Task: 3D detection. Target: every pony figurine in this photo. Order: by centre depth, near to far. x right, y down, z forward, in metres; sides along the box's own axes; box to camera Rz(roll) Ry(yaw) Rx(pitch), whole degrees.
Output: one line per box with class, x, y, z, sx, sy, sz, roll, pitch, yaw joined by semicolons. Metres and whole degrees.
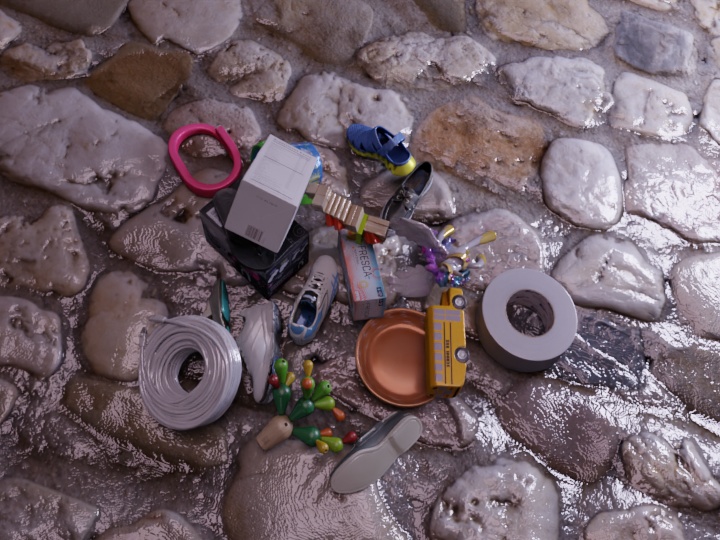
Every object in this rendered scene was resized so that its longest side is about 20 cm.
pony figurine;0.160;-0.032;1.393;0.189;0.171;0.199;11;27;34

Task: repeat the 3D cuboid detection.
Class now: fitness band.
fitness band;-0.346;-0.252;1.531;0.141;0.038;0.202;-28;66;-19

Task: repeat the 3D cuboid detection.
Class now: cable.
cable;-0.311;0.184;1.242;0.194;0.069;0.206;0;76;17

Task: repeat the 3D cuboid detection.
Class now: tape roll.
tape roll;0.334;0.100;1.389;0.194;0.067;0.205;2;61;-4

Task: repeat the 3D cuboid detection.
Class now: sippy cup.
sippy cup;-0.155;-0.217;1.485;0.128;0.139;0.182;-17;87;-26

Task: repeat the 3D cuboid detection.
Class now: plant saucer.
plant saucer;0.084;0.173;1.339;0.194;0.038;0.205;3;60;-5

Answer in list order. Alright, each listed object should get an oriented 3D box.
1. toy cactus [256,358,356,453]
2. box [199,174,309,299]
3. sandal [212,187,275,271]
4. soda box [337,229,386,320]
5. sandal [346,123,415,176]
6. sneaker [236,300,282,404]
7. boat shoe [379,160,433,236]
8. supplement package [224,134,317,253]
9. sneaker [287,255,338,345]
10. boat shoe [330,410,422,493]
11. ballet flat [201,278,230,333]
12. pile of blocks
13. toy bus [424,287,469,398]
toy cactus;-0.113;0.265;1.232;0.164;0.102;0.202;-38;99;-2
box;-0.215;-0.066;1.397;0.199;0.116;0.132;40;66;17
sandal;-0.229;-0.082;1.310;0.074;0.048;0.202;-27;67;-18
soda box;0.000;0.000;1.391;0.066;0.064;0.204;-6;51;-8
sandal;0.044;-0.295;1.551;0.198;0.088;0.079;31;63;33
sneaker;-0.193;0.159;1.310;0.085;0.075;0.205;-9;58;9
boat shoe;0.102;-0.164;1.516;0.068;0.057;0.202;28;62;10
supplement package;-0.164;-0.149;1.294;0.112;0.111;0.202;25;34;-7
sneaker;-0.091;0.051;1.369;0.070;0.073;0.204;16;59;5
boat shoe;0.022;0.327;1.246;0.198;0.074;0.062;-35;26;-15
ballet flat;-0.278;0.109;1.322;0.062;0.068;0.204;-13;63;-5
pile of blocks;-0.032;-0.096;1.364;0.197;0.082;0.063;29;65;-15
toy bus;0.164;0.136;1.310;0.076;0.066;0.205;3;61;-3
